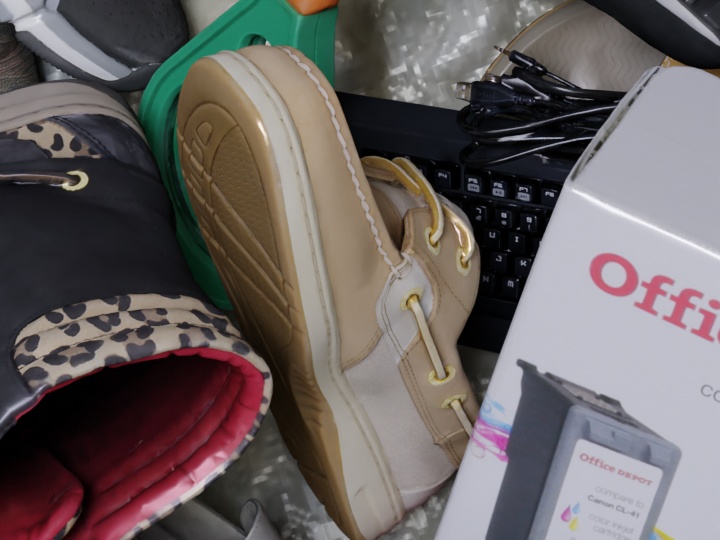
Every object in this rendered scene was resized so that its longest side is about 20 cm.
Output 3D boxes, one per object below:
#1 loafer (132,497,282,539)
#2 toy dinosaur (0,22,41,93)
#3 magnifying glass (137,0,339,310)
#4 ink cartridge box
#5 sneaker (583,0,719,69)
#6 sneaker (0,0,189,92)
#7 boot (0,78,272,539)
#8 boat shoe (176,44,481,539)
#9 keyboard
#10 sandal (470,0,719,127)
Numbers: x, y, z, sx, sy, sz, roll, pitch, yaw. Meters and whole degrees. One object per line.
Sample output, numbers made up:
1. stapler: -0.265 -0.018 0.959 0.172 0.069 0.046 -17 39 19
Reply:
1. loafer: -0.042 0.106 0.748 0.200 0.070 0.070 28 121 -8
2. toy dinosaur: -0.153 -0.076 0.783 0.200 0.077 0.102 21 51 -3
3. magnifying glass: -0.023 -0.068 0.730 0.080 0.022 0.200 49 139 25
4. ink cartridge box: 0.104 0.065 0.689 0.148 0.086 0.200 25 126 12
5. sneaker: 0.032 -0.123 0.723 0.200 0.076 0.088 43 135 2
6. sneaker: -0.090 -0.151 0.736 0.115 0.075 0.200 -31 115 21
7. boot: -0.130 0.029 0.693 0.200 0.151 0.073 -23 128 -13
8. boat shoe: 0.000 0.000 0.712 0.069 0.200 0.074 -29 54 -12
9. keyboard: 0.058 -0.012 0.732 0.200 0.040 0.104 10 116 20
10. sandal: 0.130 -0.050 0.741 0.200 0.054 0.080 2 90 11
